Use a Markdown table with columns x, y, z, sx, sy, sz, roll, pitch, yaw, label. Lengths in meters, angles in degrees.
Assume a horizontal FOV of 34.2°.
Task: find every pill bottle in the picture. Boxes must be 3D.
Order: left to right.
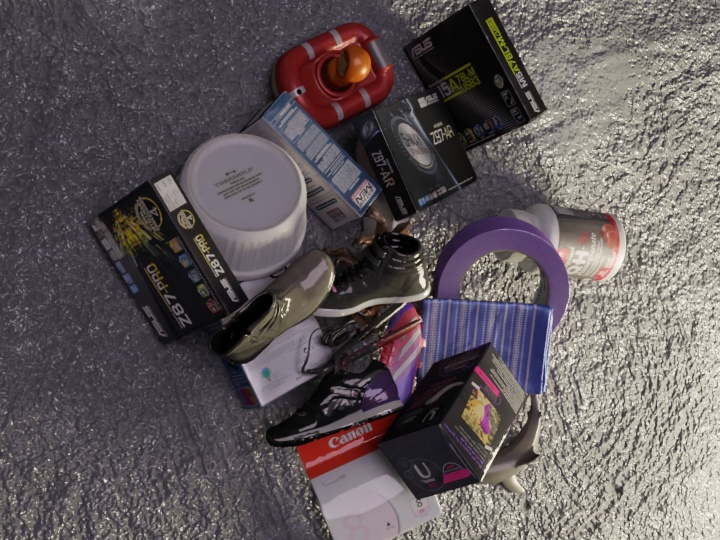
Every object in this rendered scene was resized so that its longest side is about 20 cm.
| x | y | z | sx | sy | sz | roll | pitch | yaw | label |
| --- | --- | --- | --- | --- | --- | --- | --- | --- | --- |
| 0.310 | -0.046 | 1.851 | 0.198 | 0.111 | 0.112 | 6 | 80 | -25 | pill bottle |

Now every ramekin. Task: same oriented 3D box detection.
| x | y | z | sx | sy | sz | roll | pitch | yaw | label |
| --- | --- | --- | --- | --- | --- | --- | --- | --- | --- |
| -0.163 | -0.095 | 1.598 | 0.200 | 0.094 | 0.204 | 7 | 60 | -12 | ramekin |

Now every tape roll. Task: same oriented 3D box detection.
| x | y | z | sx | sy | sz | roll | pitch | yaw | label |
| --- | --- | --- | --- | --- | --- | --- | --- | --- | --- |
| 0.211 | 0.024 | 1.761 | 0.198 | 0.066 | 0.202 | -1 | 110 | -2 | tape roll |

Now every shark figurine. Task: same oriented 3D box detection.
| x | y | z | sx | sy | sz | roll | pitch | yaw | label |
| --- | --- | --- | --- | --- | --- | --- | --- | --- | --- |
| 0.253 | 0.258 | 1.793 | 0.128 | 0.089 | 0.215 | 40 | 70 | -17 | shark figurine |

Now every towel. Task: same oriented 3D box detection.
| x | y | z | sx | sy | sz | roll | pitch | yaw | label |
| --- | --- | --- | --- | --- | --- | --- | --- | --- | --- |
| 0.185 | 0.116 | 1.745 | 0.198 | 0.024 | 0.146 | 3 | 108 | -3 | towel |

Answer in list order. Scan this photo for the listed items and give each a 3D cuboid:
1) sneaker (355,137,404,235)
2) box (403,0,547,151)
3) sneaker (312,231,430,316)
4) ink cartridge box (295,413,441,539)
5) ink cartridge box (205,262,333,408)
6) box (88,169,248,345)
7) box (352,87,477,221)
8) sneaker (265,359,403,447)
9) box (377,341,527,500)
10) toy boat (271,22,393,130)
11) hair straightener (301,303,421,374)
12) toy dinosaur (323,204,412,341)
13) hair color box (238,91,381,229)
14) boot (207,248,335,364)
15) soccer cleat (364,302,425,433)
| x | y | z | sx | sy | sz | roll | pitch | yaw | label |
| --- | --- | --- | --- | --- | --- | --- | --- | --- | --- |
| 0.052 | -0.111 | 1.762 | 0.088 | 0.075 | 0.202 | 0 | 82 | -39 | sneaker |
| 0.170 | -0.292 | 1.769 | 0.047 | 0.200 | 0.194 | -35 | 99 | -27 | box |
| 0.000 | 0.000 | 1.603 | 0.198 | 0.071 | 0.100 | -10 | 126 | -12 | sneaker |
| 0.007 | 0.286 | 1.660 | 0.161 | 0.057 | 0.202 | -23 | 102 | -10 | ink cartridge box |
| -0.139 | 0.073 | 1.633 | 0.136 | 0.076 | 0.201 | -28 | 96 | -27 | ink cartridge box |
| -0.254 | -0.014 | 1.542 | 0.049 | 0.161 | 0.201 | -37 | 100 | -43 | box |
| 0.085 | -0.177 | 1.752 | 0.200 | 0.043 | 0.161 | -28 | 96 | -53 | box |
| -0.045 | 0.184 | 1.630 | 0.198 | 0.076 | 0.088 | -16 | 79 | -18 | sneaker |
| 0.133 | 0.210 | 1.645 | 0.106 | 0.122 | 0.200 | 55 | 41 | -12 | box |
| -0.029 | -0.290 | 1.709 | 0.199 | 0.130 | 0.131 | -30 | 96 | -26 | toy boat |
| -0.008 | 0.087 | 1.647 | 0.199 | 0.041 | 0.077 | -28 | 81 | -28 | hair straightener |
| 0.030 | -0.006 | 1.692 | 0.135 | 0.200 | 0.086 | 36 | 28 | -19 | toy dinosaur |
| -0.073 | -0.156 | 1.686 | 0.200 | 0.100 | 0.061 | 45 | 65 | -14 | hair color box |
| -0.109 | 0.046 | 1.511 | 0.068 | 0.131 | 0.200 | 44 | 84 | 7 | boot |
| 0.046 | 0.144 | 1.717 | 0.076 | 0.067 | 0.202 | 7 | 85 | -29 | soccer cleat |
